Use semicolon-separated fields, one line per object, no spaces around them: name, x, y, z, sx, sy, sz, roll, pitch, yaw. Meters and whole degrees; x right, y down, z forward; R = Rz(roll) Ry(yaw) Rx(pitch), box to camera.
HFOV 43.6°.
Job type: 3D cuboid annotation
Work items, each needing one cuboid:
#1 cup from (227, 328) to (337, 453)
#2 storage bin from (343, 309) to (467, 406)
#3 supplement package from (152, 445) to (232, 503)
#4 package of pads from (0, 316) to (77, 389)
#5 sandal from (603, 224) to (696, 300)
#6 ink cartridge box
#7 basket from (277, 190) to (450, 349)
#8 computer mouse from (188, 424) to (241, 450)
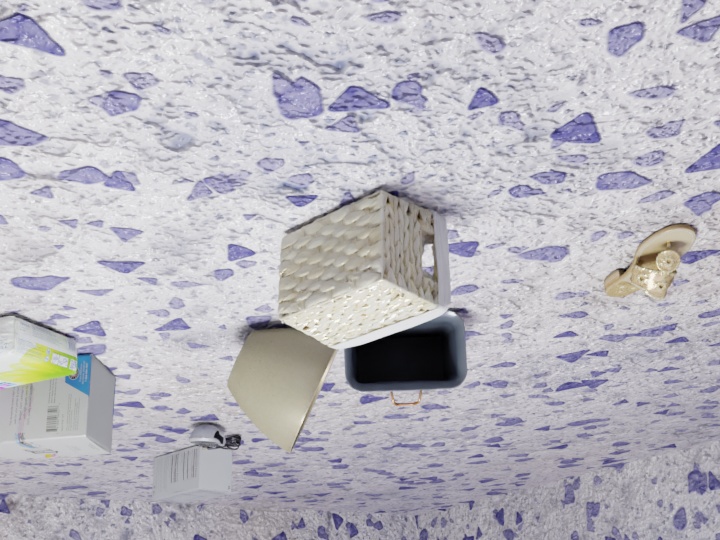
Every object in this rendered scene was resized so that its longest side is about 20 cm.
cup;-0.135;0.175;1.478;0.141;0.203;0.201;25;155;2
storage bin;0.071;0.151;1.496;0.195;0.149;0.134;-3;167;-1
supplement package;-0.434;0.527;2.322;0.198;0.112;0.113;-21;151;37
package of pads;-0.580;0.136;1.448;0.196;0.070;0.154;-13;156;20
sandal;0.417;0.013;1.285;0.076;0.071;0.212;2;156;-13
ink cartridge box;-0.556;0.246;1.604;0.195;0.150;0.145;-4;158;2
basket;0.000;0.000;1.125;0.198;0.138;0.122;-21;147;37
computer mouse;-0.347;0.387;2.099;0.107;0.045;0.200;1;163;3
